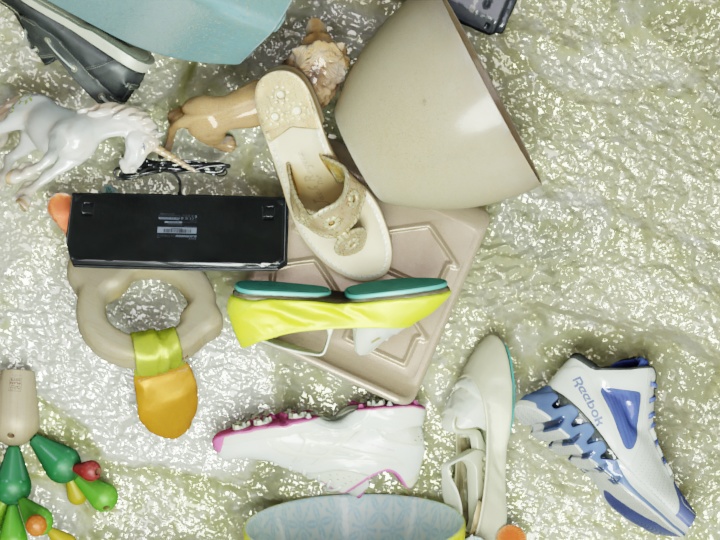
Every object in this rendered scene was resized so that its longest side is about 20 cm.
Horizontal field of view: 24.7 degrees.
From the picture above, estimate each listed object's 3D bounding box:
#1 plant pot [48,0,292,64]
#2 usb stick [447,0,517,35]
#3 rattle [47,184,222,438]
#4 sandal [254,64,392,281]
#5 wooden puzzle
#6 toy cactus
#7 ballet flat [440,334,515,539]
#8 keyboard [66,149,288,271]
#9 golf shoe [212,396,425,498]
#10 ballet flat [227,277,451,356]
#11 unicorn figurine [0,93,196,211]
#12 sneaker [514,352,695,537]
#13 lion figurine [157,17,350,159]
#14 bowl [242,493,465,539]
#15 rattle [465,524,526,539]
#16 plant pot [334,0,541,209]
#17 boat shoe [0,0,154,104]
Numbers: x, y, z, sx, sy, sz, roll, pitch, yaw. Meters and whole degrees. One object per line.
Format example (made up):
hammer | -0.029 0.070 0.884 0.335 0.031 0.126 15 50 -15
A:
plant pot | -0.143 -0.291 1.427 0.199 0.196 0.197 34 70 -13
usb stick | 0.049 -0.278 1.520 0.198 0.033 0.056 24 89 -1
rattle | -0.213 0.033 1.513 0.130 0.143 0.200 -44 63 -13
sandal | -0.039 -0.070 1.418 0.077 0.070 0.213 -20 108 15
wooden puzzle | 0.000 0.000 1.508 0.184 0.046 0.202 24 79 1
toy cactus | -0.322 0.173 1.493 0.198 0.102 0.167 0 80 7
ballet flat | 0.104 0.160 1.500 0.069 0.069 0.202 -1 90 -1
keyboard | -0.163 -0.052 1.478 0.198 0.021 0.128 2 58 -2
golf shoe | -0.035 0.167 1.501 0.198 0.075 0.093 -6 93 0
ballet flat | -0.019 0.042 1.450 0.198 0.067 0.068 -1 101 -1
unicorn figurine | -0.268 -0.113 1.463 0.199 0.074 0.137 33 65 28
sneaker | 0.246 0.145 1.496 0.199 0.080 0.115 43 73 -12
lion figurine | -0.099 -0.150 1.473 0.199 0.122 0.073 -29 91 0
bowl | -0.003 0.273 1.443 0.198 0.200 0.109 -2 97 -1
rattle | 0.123 0.347 1.451 0.129 0.143 0.201 25 101 -23
plant pot | 0.056 -0.132 1.448 0.134 0.200 0.202 -29 91 9
boat shoe | -0.285 -0.221 1.498 0.199 0.072 0.068 36 114 4
